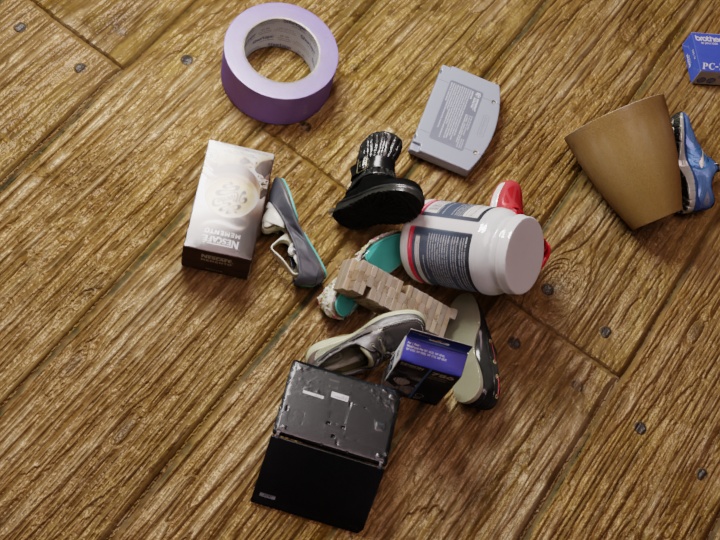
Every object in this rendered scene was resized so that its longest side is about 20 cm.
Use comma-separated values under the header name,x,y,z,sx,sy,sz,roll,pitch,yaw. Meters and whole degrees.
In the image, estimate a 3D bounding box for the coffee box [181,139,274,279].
name,x,y,z,sx,sy,sz,roll,pitch,yaw
coffee box,-0.215,-0.099,1.691,0.113,0.080,0.200,12,64,-7

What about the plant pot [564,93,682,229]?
name,x,y,z,sx,sy,sz,roll,pitch,yaw
plant pot,0.484,-0.181,1.830,0.186,0.186,0.200,-21,85,-19

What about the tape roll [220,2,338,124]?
name,x,y,z,sx,sy,sz,roll,pitch,yaw
tape roll,-0.142,-0.362,1.821,0.199,0.085,0.201,4,67,-10

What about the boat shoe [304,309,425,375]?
name,x,y,z,sx,sy,sz,roll,pitch,yaw
boat shoe,0.011,0.124,1.614,0.200,0.072,0.066,-20,30,2

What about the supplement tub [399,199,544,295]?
name,x,y,z,sx,sy,sz,roll,pitch,yaw
supplement tub,0.177,-0.037,1.666,0.200,0.140,0.141,11,57,37

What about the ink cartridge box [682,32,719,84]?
name,x,y,z,sx,sy,sz,roll,pitch,yaw
ink cartridge box,0.741,-0.412,2.046,0.199,0.044,0.094,2,64,-10

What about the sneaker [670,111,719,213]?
name,x,y,z,sx,sy,sz,roll,pitch,yaw
sneaker,0.606,-0.197,1.915,0.089,0.079,0.201,2,72,-22

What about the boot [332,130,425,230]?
name,x,y,z,sx,sy,sz,roll,pitch,yaw
boot,0.045,-0.158,1.711,0.079,0.211,0.158,40,62,-30

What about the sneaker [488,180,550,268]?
name,x,y,z,sx,sy,sz,roll,pitch,yaw
sneaker,0.277,-0.066,1.749,0.078,0.115,0.201,19,69,-38

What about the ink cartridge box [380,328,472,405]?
name,x,y,z,sx,sy,sz,roll,pitch,yaw
ink cartridge box,0.096,0.150,1.578,0.099,0.200,0.039,16,64,-3

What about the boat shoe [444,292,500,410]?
name,x,y,z,sx,sy,sz,roll,pitch,yaw
boat shoe,0.182,0.131,1.684,0.063,0.074,0.202,28,46,-39

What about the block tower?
name,x,y,z,sx,sy,sz,roll,pitch,yaw
block tower,0.057,0.049,1.657,0.200,0.054,0.058,27,73,-23

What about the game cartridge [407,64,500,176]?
name,x,y,z,sx,sy,sz,roll,pitch,yaw
game cartridge,0.176,-0.268,1.872,0.133,0.040,0.200,21,64,2

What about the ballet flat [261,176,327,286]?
name,x,y,z,sx,sy,sz,roll,pitch,yaw
ballet flat,-0.122,-0.060,1.701,0.073,0.073,0.200,-19,74,-19

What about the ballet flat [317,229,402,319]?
name,x,y,z,sx,sy,sz,roll,pitch,yaw
ballet flat,0.000,0.000,1.700,0.200,0.064,0.076,-44,120,-26

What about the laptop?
name,x,y,z,sx,sy,sz,roll,pitch,yaw
laptop,-0.050,0.264,1.568,0.177,0.103,0.200,17,56,-4
